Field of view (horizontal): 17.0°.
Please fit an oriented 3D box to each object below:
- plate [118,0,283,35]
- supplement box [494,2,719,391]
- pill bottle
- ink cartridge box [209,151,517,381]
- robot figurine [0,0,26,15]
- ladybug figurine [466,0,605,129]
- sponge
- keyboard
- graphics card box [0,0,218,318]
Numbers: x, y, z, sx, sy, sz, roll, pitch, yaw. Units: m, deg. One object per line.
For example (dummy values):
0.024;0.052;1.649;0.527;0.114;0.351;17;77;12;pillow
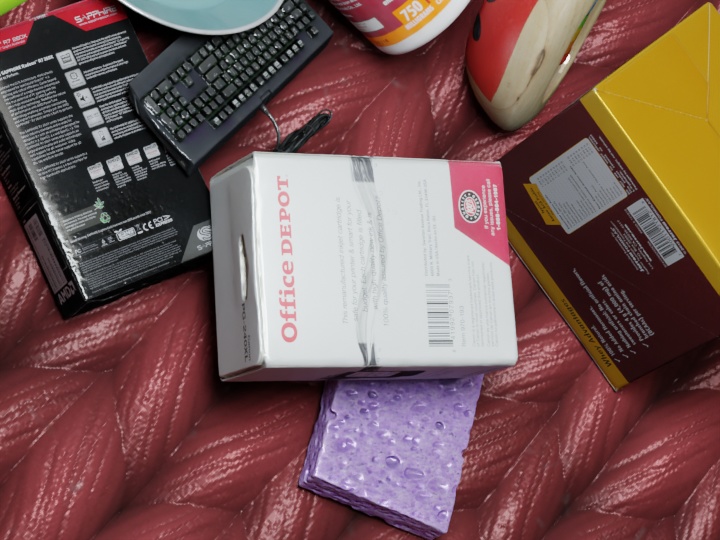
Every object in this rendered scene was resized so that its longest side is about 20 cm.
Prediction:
-0.143;-0.242;1.726;0.199;0.026;0.201;20;46;-22;plate
0.220;-0.049;1.757;0.133;0.200;0.198;-36;90;-30;supplement box
-0.010;-0.260;1.746;0.200;0.113;0.113;41;60;-24;pill bottle
0.000;0.000;1.661;0.199;0.083;0.146;1;80;-27;ink cartridge box
-0.258;-0.257;1.599;0.115;0.200;0.176;-29;87;-38;robot figurine
0.133;-0.194;1.768;0.072;0.201;0.136;32;40;7;ladybug figurine
0.031;0.080;1.726;0.111;0.030;0.201;23;64;-18;sponge
-0.075;-0.129;1.720;0.127;0.021;0.200;50;45;-8;keyboard
-0.186;-0.081;1.664;0.125;0.051;0.201;-23;83;-31;graphics card box
